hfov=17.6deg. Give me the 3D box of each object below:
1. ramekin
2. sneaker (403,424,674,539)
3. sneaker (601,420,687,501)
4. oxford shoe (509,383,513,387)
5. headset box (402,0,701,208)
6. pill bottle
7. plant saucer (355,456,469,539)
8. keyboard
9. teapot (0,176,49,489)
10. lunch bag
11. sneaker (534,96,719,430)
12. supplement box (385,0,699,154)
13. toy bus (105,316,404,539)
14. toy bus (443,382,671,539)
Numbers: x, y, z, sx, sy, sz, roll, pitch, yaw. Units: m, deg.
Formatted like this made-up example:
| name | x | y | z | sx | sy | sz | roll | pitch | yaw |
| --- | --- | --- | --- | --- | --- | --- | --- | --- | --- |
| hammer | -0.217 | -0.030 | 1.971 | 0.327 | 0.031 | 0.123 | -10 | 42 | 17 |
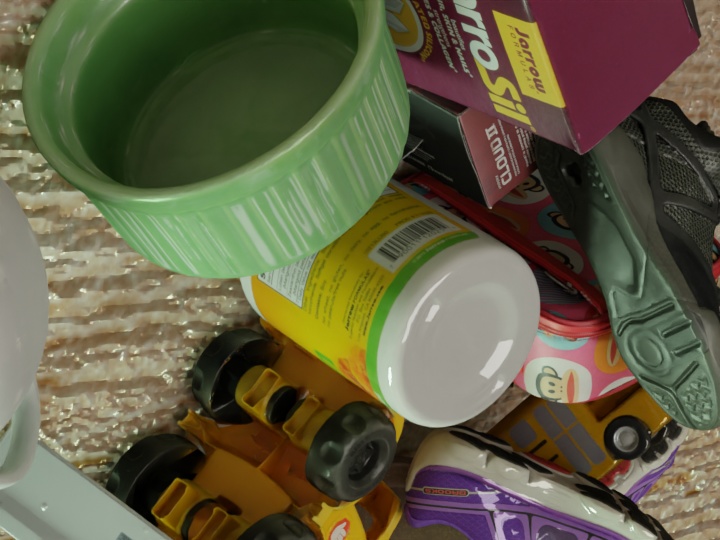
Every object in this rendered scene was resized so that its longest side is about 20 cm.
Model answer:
| name | x | y | z | sx | sy | sz | roll | pitch | yaw |
| --- | --- | --- | --- | --- | --- | --- | --- | --- | --- |
| ramekin | -0.070 | -0.093 | 1.239 | 0.200 | 0.200 | 0.098 | -45 | 143 | -13 |
| sneaker | 0.119 | 0.167 | 1.469 | 0.200 | 0.081 | 0.084 | 24 | 98 | -6 |
| sneaker | 0.158 | 0.169 | 1.663 | 0.200 | 0.081 | 0.084 | -33 | 145 | -19 |
| oxford shoe | 0.066 | 0.040 | 1.511 | 0.200 | 0.084 | 0.073 | -5 | 118 | -38 |
| headset box | 0.076 | -0.133 | 1.376 | 0.200 | 0.149 | 0.077 | -40 | 133 | -19 |
| pill bottle | 0.000 | 0.000 | 1.344 | 0.111 | 0.200 | 0.111 | -21 | 125 | -32 |
| plant saucer | 0.029 | 0.217 | 1.533 | 0.037 | 0.200 | 0.201 | -40 | 152 | -77 |
| keyboard | -0.136 | 0.168 | 1.341 | 0.056 | 0.200 | 0.011 | -54 | 176 | 6 |
| teapot | -0.234 | 0.002 | 1.177 | 0.200 | 0.197 | 0.146 | -62 | 179 | 35 |
| lunch bag | 0.106 | 0.000 | 1.442 | 0.176 | 0.200 | 0.082 | -24 | 132 | -31 |
| sneaker | 0.186 | -0.013 | 1.338 | 0.114 | 0.076 | 0.200 | -26 | 91 | -36 |
| supplement box | 0.066 | -0.165 | 1.254 | 0.103 | 0.200 | 0.131 | -43 | 133 | -21 |
| toy bus | -0.039 | 0.150 | 1.447 | 0.200 | 0.136 | 0.192 | -54 | 142 | -7 |
| toy bus | 0.120 | 0.130 | 1.553 | 0.200 | 0.078 | 0.065 | -43 | 170 | 19 |
